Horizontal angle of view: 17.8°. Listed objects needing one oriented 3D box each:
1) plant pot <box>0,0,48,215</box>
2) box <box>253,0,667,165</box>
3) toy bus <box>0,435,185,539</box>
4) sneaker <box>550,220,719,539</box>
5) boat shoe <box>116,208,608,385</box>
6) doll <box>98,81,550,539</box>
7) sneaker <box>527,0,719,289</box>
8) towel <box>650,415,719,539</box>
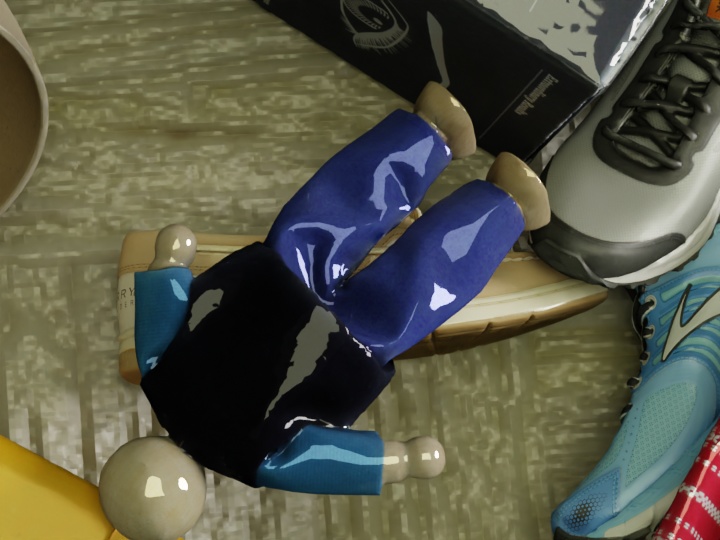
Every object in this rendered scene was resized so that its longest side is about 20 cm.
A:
[{"bbox_3d":[-0.228,-0.089,0.852,0.199,0.201,0.135,-16,60,-11],"label":"plant pot"},{"bbox_3d":[0.022,-0.146,0.906,0.200,0.148,0.105,32,77,-3],"label":"box"},{"bbox_3d":[-0.155,0.089,0.876,0.199,0.078,0.065,29,78,-3],"label":"toy bus"},{"bbox_3d":[0.133,0.034,0.941,0.090,0.078,0.200,35,70,11],"label":"sneaker"},{"bbox_3d":[0.000,0.000,0.916,0.199,0.074,0.070,-6,80,-13],"label":"boat shoe"},{"bbox_3d":[-0.017,0.025,0.851,0.200,0.048,0.136,-43,81,-13],"label":"doll"},{"bbox_3d":[0.132,-0.074,0.924,0.074,0.079,0.200,29,62,25],"label":"sneaker"},{"bbox_3d":[0.185,0.065,0.910,0.022,0.145,0.200,23,76,39],"label":"towel"}]
